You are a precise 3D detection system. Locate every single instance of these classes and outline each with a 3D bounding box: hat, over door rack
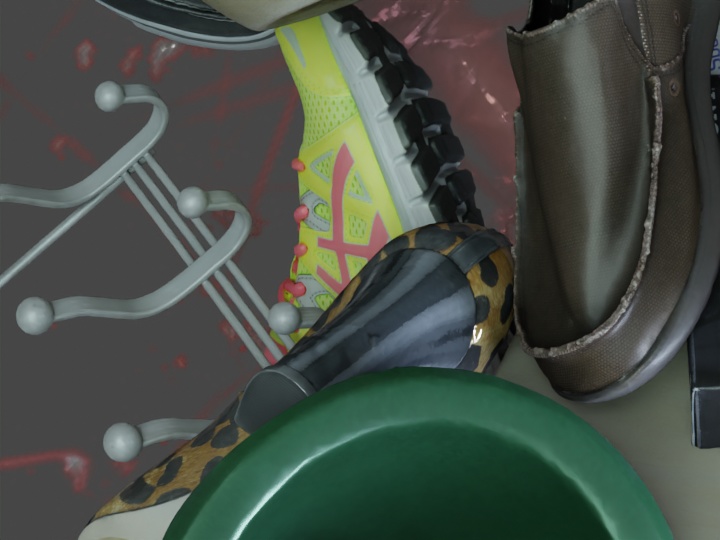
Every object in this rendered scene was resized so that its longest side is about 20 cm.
[{"bbox_3d":[-0.009,0.132,0.954,0.200,0.176,0.166,-44,94,-13],"label":"hat"},{"bbox_3d":[-0.115,0.044,1.057,0.200,0.067,0.148,-48,50,11],"label":"over door rack"}]

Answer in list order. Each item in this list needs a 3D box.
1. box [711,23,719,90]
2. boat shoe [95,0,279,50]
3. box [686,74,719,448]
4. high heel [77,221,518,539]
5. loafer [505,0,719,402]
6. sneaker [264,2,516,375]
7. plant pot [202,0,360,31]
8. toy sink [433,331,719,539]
[{"bbox_3d":[0.154,-0.127,1.030,0.199,0.041,0.120,-11,91,16],"label":"box"},{"bbox_3d":[-0.106,-0.142,1.074,0.200,0.066,0.070,35,100,9],"label":"boat shoe"},{"bbox_3d":[0.202,-0.011,0.971,0.199,0.143,0.036,-5,137,7],"label":"box"},{"bbox_3d":[-0.020,0.068,1.004,0.071,0.142,0.200,45,132,9],"label":"high heel"},{"bbox_3d":[0.072,-0.056,0.965,0.073,0.071,0.201,-17,60,45],"label":"loafer"},{"bbox_3d":[0.000,0.000,1.055,0.090,0.078,0.201,-20,90,16],"label":"sneaker"},{"bbox_3d":[-0.015,-0.158,0.986,0.200,0.200,0.135,-20,92,13],"label":"plant pot"},{"bbox_3d":[0.138,0.097,0.981,0.199,0.131,0.112,12,139,19],"label":"toy sink"}]
